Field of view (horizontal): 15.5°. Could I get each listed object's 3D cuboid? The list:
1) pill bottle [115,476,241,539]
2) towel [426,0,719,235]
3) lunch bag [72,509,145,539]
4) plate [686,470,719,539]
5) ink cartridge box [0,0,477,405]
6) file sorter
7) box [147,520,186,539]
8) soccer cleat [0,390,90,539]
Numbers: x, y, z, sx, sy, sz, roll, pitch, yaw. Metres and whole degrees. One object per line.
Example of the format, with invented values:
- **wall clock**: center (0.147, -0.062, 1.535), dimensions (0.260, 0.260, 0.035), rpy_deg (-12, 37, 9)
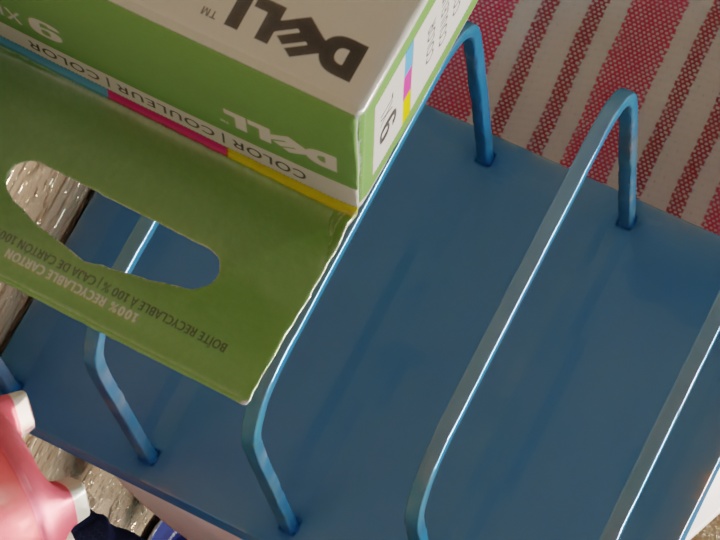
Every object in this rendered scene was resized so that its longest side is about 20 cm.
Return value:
- **pill bottle**: center (0.000, 0.000, 0.925), dimensions (0.200, 0.113, 0.113), rpy_deg (-58, 168, -30)
- **towel**: center (0.052, -0.062, 0.836), dimensions (0.030, 0.200, 0.147), rpy_deg (-118, -133, -66)
- **lunch bag**: center (-0.081, 0.188, 0.919), dimensions (0.136, 0.132, 0.200), rpy_deg (-53, 166, -49)
- **plate**: center (0.148, 0.020, 0.869), dimensions (0.200, 0.032, 0.200), rpy_deg (-42, 166, -11)
- **ink cartridge box**: center (-0.024, -0.083, 0.613), dimensions (0.200, 0.104, 0.059), rpy_deg (-61, 169, -17)
- **file sorter**: center (0.004, 0.003, 0.717), dimensions (0.139, 0.200, 0.123), rpy_deg (-61, 166, -16)
- **box**: center (-0.078, 0.162, 1.168), dimensions (0.121, 0.032, 0.200), rpy_deg (-51, 163, -53)
- **soccer cleat**: center (-0.124, 0.102, 0.724), dimensions (0.076, 0.067, 0.200), rpy_deg (-22, 155, -27)
